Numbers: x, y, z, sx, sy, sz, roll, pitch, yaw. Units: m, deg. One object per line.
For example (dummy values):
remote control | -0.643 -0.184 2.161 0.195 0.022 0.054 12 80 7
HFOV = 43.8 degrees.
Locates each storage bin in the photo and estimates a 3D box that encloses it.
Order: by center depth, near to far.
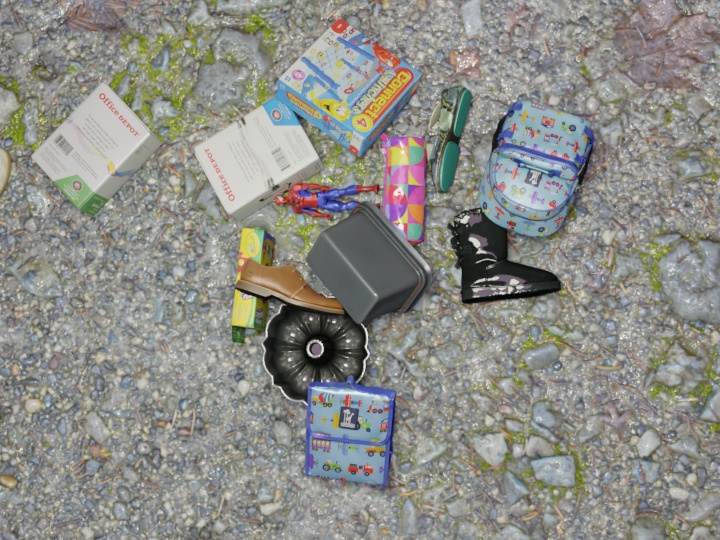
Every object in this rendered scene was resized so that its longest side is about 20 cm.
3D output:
storage bin | 0.000 0.000 1.583 0.201 0.133 0.146 50 133 16

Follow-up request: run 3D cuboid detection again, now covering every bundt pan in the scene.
bundt pan | -0.078 0.143 1.629 0.198 0.076 0.206 -1 84 5

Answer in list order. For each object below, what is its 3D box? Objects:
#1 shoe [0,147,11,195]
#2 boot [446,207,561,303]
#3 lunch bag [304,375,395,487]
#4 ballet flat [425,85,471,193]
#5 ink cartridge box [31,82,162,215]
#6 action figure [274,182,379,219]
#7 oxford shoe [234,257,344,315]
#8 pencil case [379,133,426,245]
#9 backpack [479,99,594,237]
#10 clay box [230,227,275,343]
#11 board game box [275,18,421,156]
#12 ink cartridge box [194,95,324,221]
shoe | -0.748 -0.150 1.744 0.069 0.053 0.202 29 87 8
boot | 0.258 -0.031 1.621 0.194 0.073 0.166 -5 77 4
lunch bag | -0.016 0.263 1.552 0.147 0.095 0.203 6 123 6
ballet flat | 0.153 -0.243 1.663 0.073 0.074 0.204 15 84 7
ink cartridge box | -0.500 -0.231 1.711 0.200 0.084 0.145 -45 81 0
action figure | -0.064 -0.132 1.668 0.196 0.052 0.067 0 119 8
oxford shoe | -0.114 0.030 1.560 0.197 0.071 0.073 20 77 -11
pencil case | 0.077 -0.147 1.642 0.086 0.088 0.204 -2 84 6
backpack | 0.304 -0.172 1.577 0.180 0.135 0.203 22 71 7
clay box | -0.196 0.032 1.635 0.047 0.115 0.204 4 85 5
board game box | -0.020 -0.339 1.647 0.194 0.056 0.201 34 61 8
ink cartridge box | -0.188 -0.210 1.676 0.198 0.084 0.148 -30 81 2
